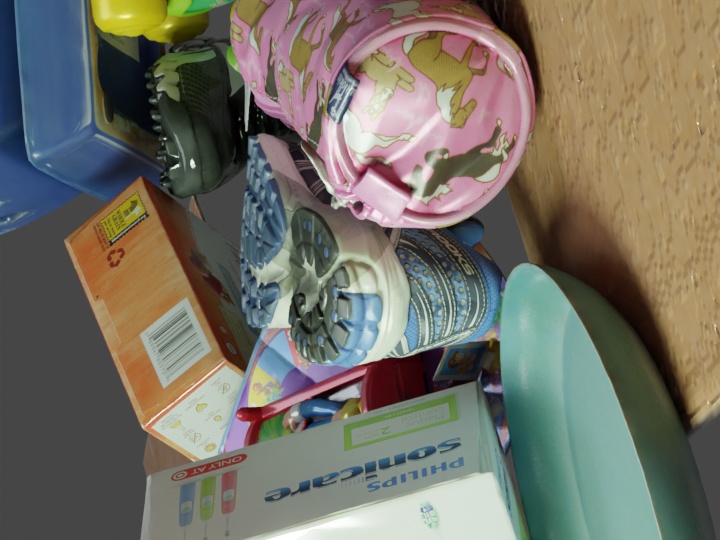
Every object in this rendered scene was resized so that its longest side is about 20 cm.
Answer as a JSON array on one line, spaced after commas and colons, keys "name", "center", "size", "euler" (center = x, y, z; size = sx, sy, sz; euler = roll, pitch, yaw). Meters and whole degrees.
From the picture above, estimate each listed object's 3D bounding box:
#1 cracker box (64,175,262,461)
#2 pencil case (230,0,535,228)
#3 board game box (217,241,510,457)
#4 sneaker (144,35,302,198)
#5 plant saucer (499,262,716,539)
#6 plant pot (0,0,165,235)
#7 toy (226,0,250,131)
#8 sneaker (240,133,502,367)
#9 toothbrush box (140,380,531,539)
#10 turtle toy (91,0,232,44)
[{"name": "cracker box", "center": [-0.050, 0.054, 1.382], "size": [0.200, 0.058, 0.134], "euler": [39, -163, -47]}, {"name": "pencil case", "center": [0.005, -0.079, 1.105], "size": [0.200, 0.086, 0.083], "euler": [-127, 31, -69]}, {"name": "board game box", "center": [-0.010, 0.065, 1.190], "size": [0.158, 0.039, 0.200], "euler": [36, 113, 40]}, {"name": "sneaker", "center": [-0.058, -0.086, 1.414], "size": [0.200, 0.090, 0.067], "euler": [-83, -15, -75]}, {"name": "plant saucer", "center": [0.094, 0.092, 1.015], "size": [0.200, 0.027, 0.200], "euler": [166, 90, -81]}, {"name": "plant pot", "center": [-0.204, -0.120, 1.437], "size": [0.200, 0.180, 0.200], "euler": [30, -125, -75]}, {"name": "toy", "center": [-0.023, -0.172, 1.219], "size": [0.115, 0.047, 0.200], "euler": [-91, 10, -51]}, {"name": "sneaker", "center": [0.003, -0.005, 1.131], "size": [0.200, 0.085, 0.077], "euler": [-132, 44, -67]}, {"name": "toothbrush box", "center": [0.010, 0.165, 1.126], "size": [0.086, 0.146, 0.200], "euler": [-94, -14, -65]}, {"name": "turtle toy", "center": [-0.085, -0.190, 1.357], "size": [0.200, 0.101, 0.146], "euler": [-11, -86, -78]}]
